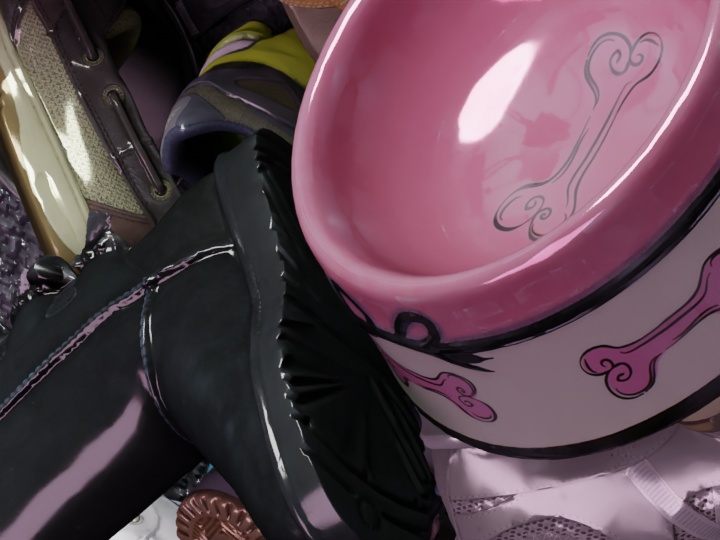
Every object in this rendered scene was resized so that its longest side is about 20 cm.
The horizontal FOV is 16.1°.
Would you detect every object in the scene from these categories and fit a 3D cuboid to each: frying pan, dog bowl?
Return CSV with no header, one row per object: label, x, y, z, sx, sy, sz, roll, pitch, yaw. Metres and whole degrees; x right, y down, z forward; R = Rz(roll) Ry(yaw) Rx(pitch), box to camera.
frying pan,-0.091,-0.101,1.003,0.115,0.031,0.190,42,119,11
dog bowl,0.063,-0.048,0.781,0.200,0.201,0.074,-8,146,41

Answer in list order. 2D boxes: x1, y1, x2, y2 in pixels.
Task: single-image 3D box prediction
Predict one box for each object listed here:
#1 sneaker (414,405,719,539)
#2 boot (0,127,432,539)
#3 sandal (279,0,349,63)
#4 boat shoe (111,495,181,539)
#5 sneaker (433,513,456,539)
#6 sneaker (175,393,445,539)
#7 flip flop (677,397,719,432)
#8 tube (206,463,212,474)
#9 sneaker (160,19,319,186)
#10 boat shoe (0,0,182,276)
sneaker,0.120,0.067,0.865,0.199,0.075,0.082,-1,101,16
boot,-0.069,0.058,0.847,0.162,0.199,0.073,-36,132,19
sandal,-0.019,-0.135,0.905,0.080,0.054,0.200,-26,93,34
boat shoe,-0.101,0.125,1.053,0.200,0.067,0.074,28,111,55
sneaker,-0.002,0.169,1.047,0.087,0.074,0.200,41,128,22
sneaker,0.002,0.125,0.957,0.070,0.109,0.200,10,134,32
flip flop,0.080,-0.012,0.836,0.058,0.200,0.081,37,97,-29
tube,-0.043,0.098,1.061,0.077,0.050,0.200,45,133,31
sneaker,0.000,0.000,0.942,0.200,0.081,0.074,43,129,3
boat shoe,-0.115,-0.083,0.972,0.072,0.066,0.201,103,148,-68
